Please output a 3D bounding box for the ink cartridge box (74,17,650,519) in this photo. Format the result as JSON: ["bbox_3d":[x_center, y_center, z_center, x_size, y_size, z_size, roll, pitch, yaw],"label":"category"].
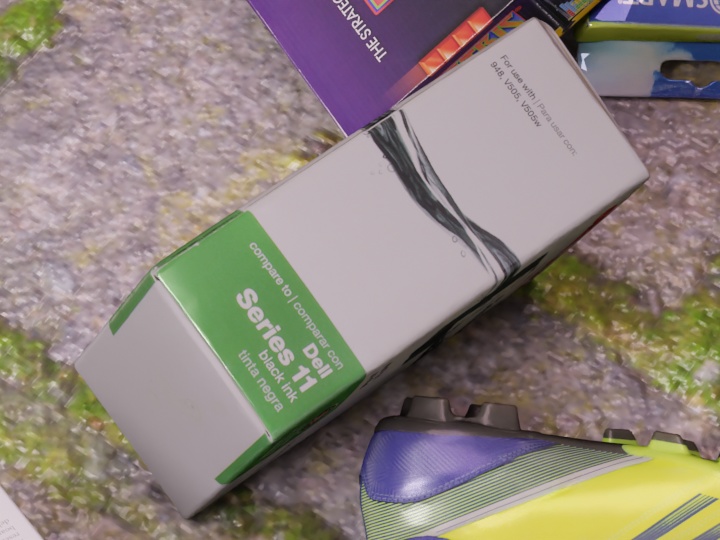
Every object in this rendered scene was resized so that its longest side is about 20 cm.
[{"bbox_3d":[0.000,0.000,1.193,0.200,0.147,0.083,-35,85,-23],"label":"ink cartridge box"}]

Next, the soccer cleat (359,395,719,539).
[{"bbox_3d":[0.097,0.103,1.201,0.200,0.065,0.084,10,86,-2],"label":"soccer cleat"}]

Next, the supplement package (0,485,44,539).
[{"bbox_3d":[-0.134,0.176,1.067,0.109,0.114,0.200,-28,48,-20],"label":"supplement package"}]

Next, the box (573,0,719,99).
[{"bbox_3d":[0.158,-0.178,1.339,0.122,0.048,0.200,2,85,-3],"label":"box"}]

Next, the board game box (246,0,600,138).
[{"bbox_3d":[0.016,-0.171,1.322,0.165,0.057,0.200,-41,62,11],"label":"board game box"}]
